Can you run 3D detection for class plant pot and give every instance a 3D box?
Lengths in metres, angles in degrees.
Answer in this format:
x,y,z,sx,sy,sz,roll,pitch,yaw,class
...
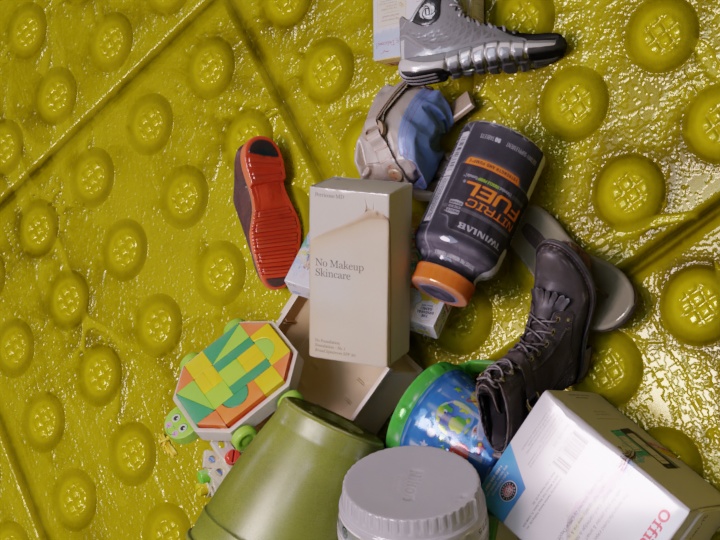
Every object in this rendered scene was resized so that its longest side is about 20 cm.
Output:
x,y,z,sx,sy,sz,roll,pitch,yaw,class
-0.068,0.255,1.612,0.200,0.200,0.194,25,90,33,plant pot

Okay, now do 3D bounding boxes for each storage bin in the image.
x,y,z,sx,sy,sz,roll,pitch,yaw,class
-0.059,0.140,1.762,0.198,0.094,0.200,42,108,29,storage bin

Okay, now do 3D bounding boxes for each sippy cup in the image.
x,y,z,sx,sy,sz,roll,pitch,yaw,class
0.120,0.192,1.612,0.130,0.139,0.179,28,102,30,sippy cup

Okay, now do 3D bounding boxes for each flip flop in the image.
x,y,z,sx,sy,sz,roll,pitch,yaw,class
0.231,-0.005,1.607,0.081,0.057,0.200,-49,59,14,flip flop

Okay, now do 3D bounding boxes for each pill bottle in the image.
x,y,z,sx,sy,sz,roll,pitch,yaw,class
0.128,-0.061,1.618,0.106,0.106,0.201,15,74,33,pill bottle

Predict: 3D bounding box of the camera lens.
x,y,z,sx,sy,sz,roll,pitch,yaw,class
0.057,0.308,1.496,0.159,0.160,0.201,14,119,33,camera lens

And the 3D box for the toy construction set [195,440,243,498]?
x,y,z,sx,sy,sz,roll,pitch,yaw,class
-0.151,0.270,1.774,0.092,0.200,0.132,-15,74,-14,toy construction set

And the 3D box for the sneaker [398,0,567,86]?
x,y,z,sx,sy,sz,roll,pitch,yaw,class
0.138,-0.290,1.659,0.199,0.075,0.116,-7,80,4,sneaker

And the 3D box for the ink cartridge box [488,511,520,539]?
x,y,z,sx,sy,sz,roll,pitch,yaw,class
0.079,0.333,1.655,0.199,0.084,0.147,12,92,33,ink cartridge box

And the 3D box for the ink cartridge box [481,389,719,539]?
x,y,z,sx,sy,sz,roll,pitch,yaw,class
0.260,0.246,1.508,0.200,0.146,0.147,40,106,29,ink cartridge box

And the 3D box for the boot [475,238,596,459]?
x,y,z,sx,sy,sz,roll,pitch,yaw,class
0.184,0.085,1.525,0.069,0.174,0.201,11,120,39,boot

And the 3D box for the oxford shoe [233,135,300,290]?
x,y,z,sx,sy,sz,roll,pitch,yaw,class
-0.127,-0.071,1.859,0.072,0.071,0.201,-18,76,60,oxford shoe

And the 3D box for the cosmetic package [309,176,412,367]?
x,y,z,sx,sy,sz,roll,pitch,yaw,class
0.000,0.000,1.610,0.103,0.073,0.201,6,106,24,cosmetic package

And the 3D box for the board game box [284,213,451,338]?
x,y,z,sx,sy,sz,roll,pitch,yaw,class
0.026,-0.009,1.701,0.199,0.034,0.135,16,67,21,board game box

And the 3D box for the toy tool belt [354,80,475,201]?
x,y,z,sx,sy,sz,roll,pitch,yaw,class
0.061,-0.138,1.679,0.122,0.125,0.201,-2,50,26,toy tool belt

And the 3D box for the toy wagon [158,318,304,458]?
x,y,z,sx,sy,sz,roll,pitch,yaw,class
-0.164,0.148,1.703,0.200,0.040,0.155,-37,50,-6,toy wagon

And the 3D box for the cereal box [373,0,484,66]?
x,y,z,sx,sy,sz,roll,pitch,yaw,class
0.083,-0.362,1.755,0.143,0.039,0.201,-3,84,32,cereal box
